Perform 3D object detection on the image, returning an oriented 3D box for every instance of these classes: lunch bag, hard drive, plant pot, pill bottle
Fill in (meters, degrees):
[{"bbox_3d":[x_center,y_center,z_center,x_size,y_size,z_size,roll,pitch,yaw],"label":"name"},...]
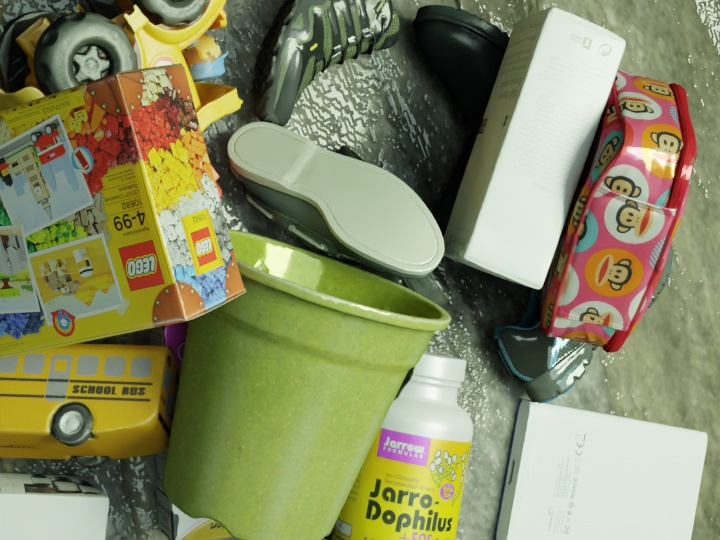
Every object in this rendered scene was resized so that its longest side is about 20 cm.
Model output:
[{"bbox_3d":[0.202,-0.055,0.959,0.081,0.177,0.202,14,124,-1],"label":"lunch bag"},{"bbox_3d":[0.227,0.202,1.105,0.197,0.025,0.134,12,87,-21],"label":"hard drive"},{"bbox_3d":[-0.056,0.088,0.853,0.197,0.200,0.187,15,97,-21],"label":"plant pot"},{"bbox_3d":[0.037,0.169,0.988,0.103,0.104,0.204,10,88,-21],"label":"pill bottle"}]

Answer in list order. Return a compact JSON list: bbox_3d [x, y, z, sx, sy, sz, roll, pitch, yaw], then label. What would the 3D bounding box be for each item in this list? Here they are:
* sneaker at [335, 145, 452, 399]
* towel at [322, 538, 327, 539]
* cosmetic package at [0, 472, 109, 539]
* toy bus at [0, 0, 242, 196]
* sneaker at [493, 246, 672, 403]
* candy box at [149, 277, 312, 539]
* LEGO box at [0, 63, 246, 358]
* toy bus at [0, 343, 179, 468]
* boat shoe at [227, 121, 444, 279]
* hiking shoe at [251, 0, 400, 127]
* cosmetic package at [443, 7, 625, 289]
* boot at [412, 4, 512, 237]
[{"bbox_3d":[0.001,0.001,0.967,0.104,0.060,0.201,-38,65,12],"label":"sneaker"},{"bbox_3d":[-0.029,0.315,0.926,0.034,0.191,0.204,10,86,-44],"label":"towel"},{"bbox_3d":[-0.292,0.178,0.873,0.197,0.082,0.052,6,87,-22],"label":"cosmetic package"},{"bbox_3d":[-0.158,-0.137,0.897,0.200,0.135,0.193,-46,119,-16],"label":"toy bus"},{"bbox_3d":[0.204,0.025,1.066,0.200,0.073,0.082,-45,97,-18],"label":"sneaker"},{"bbox_3d":[-0.098,0.108,0.957,0.134,0.061,0.204,-4,94,-22],"label":"candy box"},{"bbox_3d":[-0.189,-0.032,0.758,0.077,0.197,0.151,-27,103,-61],"label":"LEGO box"},{"bbox_3d":[-0.238,0.097,0.870,0.196,0.065,0.080,1,64,3],"label":"toy bus"},{"bbox_3d":[-0.019,-0.047,0.932,0.198,0.062,0.073,31,61,19],"label":"boat shoe"},{"bbox_3d":[-0.016,-0.199,0.970,0.100,0.076,0.203,27,81,-16],"label":"hiking shoe"},{"bbox_3d":[0.132,-0.095,0.938,0.073,0.102,0.203,20,90,-9],"label":"cosmetic package"},{"bbox_3d":[0.101,-0.108,1.017,0.199,0.076,0.170,31,77,-25],"label":"boot"}]
